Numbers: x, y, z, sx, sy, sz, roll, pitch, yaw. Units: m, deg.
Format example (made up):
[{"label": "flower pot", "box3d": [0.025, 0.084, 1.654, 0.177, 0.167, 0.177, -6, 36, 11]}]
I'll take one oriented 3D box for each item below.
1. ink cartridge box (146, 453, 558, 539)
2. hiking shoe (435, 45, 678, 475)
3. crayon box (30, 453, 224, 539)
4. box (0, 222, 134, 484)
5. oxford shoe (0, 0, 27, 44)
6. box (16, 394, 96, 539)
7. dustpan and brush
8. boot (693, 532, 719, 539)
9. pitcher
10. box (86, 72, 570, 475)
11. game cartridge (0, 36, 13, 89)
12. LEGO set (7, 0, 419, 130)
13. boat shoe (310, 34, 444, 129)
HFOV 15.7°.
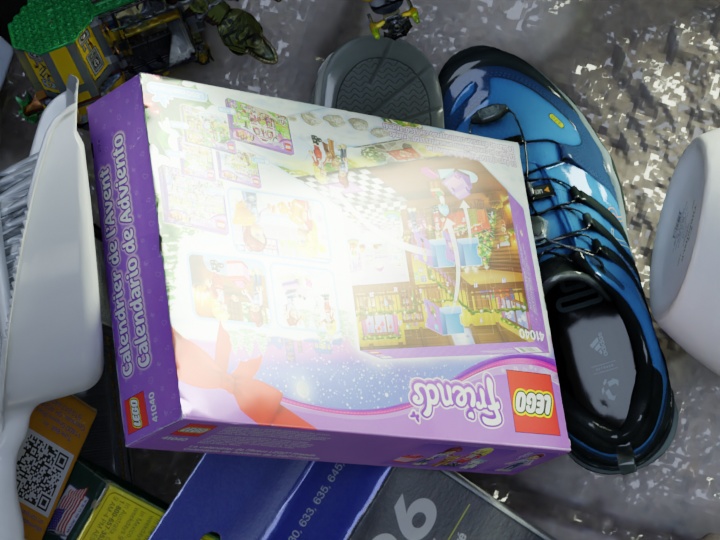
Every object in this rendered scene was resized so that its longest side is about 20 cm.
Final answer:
[{"label": "ink cartridge box", "box3d": [-0.013, 0.167, 1.081, 0.200, 0.047, 0.198, 35, 87, -36]}, {"label": "hiking shoe", "box3d": [0.088, -0.010, 1.127, 0.074, 0.087, 0.200, -25, 83, 1]}, {"label": "crayon box", "box3d": [-0.073, 0.175, 1.104, 0.200, 0.051, 0.127, 33, 86, -33]}, {"label": "box", "box3d": [-0.181, 0.087, 1.157, 0.158, 0.048, 0.200, -7, 84, 3]}, {"label": "oxford shoe", "box3d": [-0.230, -0.082, 1.175, 0.071, 0.071, 0.200, 39, 81, 21]}, {"label": "box", "box3d": [-0.195, 0.131, 1.060, 0.119, 0.041, 0.200, 7, 67, 42]}, {"label": "dustpan and brush", "box3d": [-0.127, 0.029, 0.995, 0.057, 0.140, 0.200, -5, 96, -7]}, {"label": "boot", "box3d": [0.155, 0.217, 1.104, 0.146, 0.070, 0.200, -48, 123, -26]}, {"label": "pitcher", "box3d": [0.223, 0.028, 1.105, 0.200, 0.121, 0.172, 13, 93, -6]}, {"label": "box", "box3d": [-0.010, 0.006, 1.025, 0.039, 0.200, 0.137, -28, 63, 44]}, {"label": "game cartridge", "box3d": [-0.241, -0.045, 1.096, 0.133, 0.040, 0.200, 42, 79, -33]}, {"label": "LEGO set", "box3d": [-0.059, -0.118, 1.125, 0.200, 0.116, 0.154, -27, 46, -4]}, {"label": "boat shoe", "box3d": [-0.002, -0.001, 1.152, 0.074, 0.065, 0.202, 0, 90, -15]}]
